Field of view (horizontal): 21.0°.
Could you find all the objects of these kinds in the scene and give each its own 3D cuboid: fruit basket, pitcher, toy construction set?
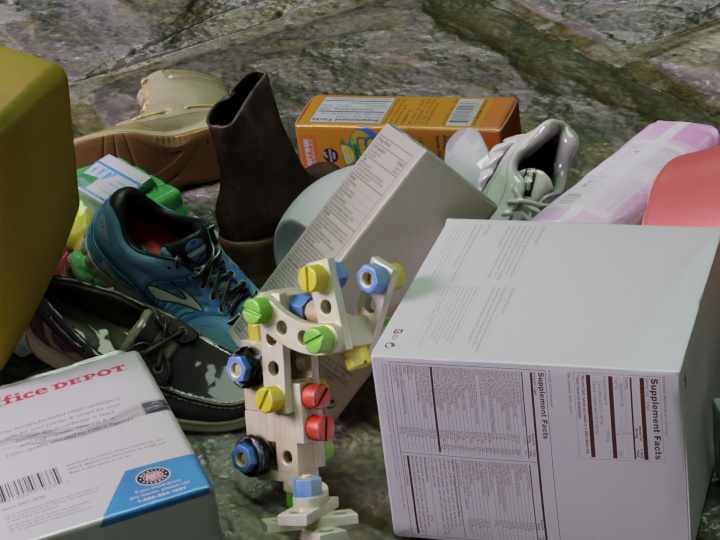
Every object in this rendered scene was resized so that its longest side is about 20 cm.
[{"bbox_3d":[-0.245,-0.016,1.625,0.199,0.094,0.185,-28,34,-26],"label":"fruit basket"},{"bbox_3d":[0.048,-0.019,1.542,0.199,0.122,0.172,-22,53,-32],"label":"pitcher"},{"bbox_3d":[-0.032,0.090,1.306,0.131,0.201,0.092,0,-9,41],"label":"toy construction set"}]

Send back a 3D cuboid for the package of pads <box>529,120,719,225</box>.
[{"bbox_3d":[0.206,-0.024,1.487,0.075,0.121,0.200,14,35,35],"label":"package of pads"}]

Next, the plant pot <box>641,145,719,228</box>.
[{"bbox_3d":[0.309,-0.014,1.388,0.176,0.201,0.200,-1,27,36],"label":"plant pot"}]

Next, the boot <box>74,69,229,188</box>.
[{"bbox_3d":[-0.203,-0.133,1.843,0.199,0.073,0.156,-13,29,-13],"label":"boot"}]

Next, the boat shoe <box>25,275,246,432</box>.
[{"bbox_3d":[-0.162,0.059,1.446,0.199,0.065,0.072,22,55,15],"label":"boat shoe"}]

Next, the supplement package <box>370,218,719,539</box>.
[{"bbox_3d":[0.134,0.074,1.298,0.199,0.148,0.191,2,30,19],"label":"supplement package"}]

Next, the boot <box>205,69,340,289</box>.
[{"bbox_3d":[-0.064,-0.093,1.635,0.072,0.167,0.200,5,31,22],"label":"boot"}]

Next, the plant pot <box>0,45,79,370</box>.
[{"bbox_3d":[-0.309,-0.067,1.405,0.199,0.201,0.177,18,41,20],"label":"plant pot"}]

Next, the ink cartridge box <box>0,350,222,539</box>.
[{"bbox_3d":[-0.188,0.149,1.314,0.144,0.085,0.200,-16,29,-14],"label":"ink cartridge box"}]

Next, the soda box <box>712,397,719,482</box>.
[{"bbox_3d":[0.335,0.107,1.272,0.199,0.064,0.068,-11,28,-5],"label":"soda box"}]

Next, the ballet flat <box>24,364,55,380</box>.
[{"bbox_3d":[-0.193,0.062,1.513,0.199,0.047,0.067,-27,34,-32],"label":"ballet flat"}]

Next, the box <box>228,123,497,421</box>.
[{"bbox_3d":[0.000,0.000,1.420,0.200,0.078,0.095,-52,24,3],"label":"box"}]

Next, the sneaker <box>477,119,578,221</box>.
[{"bbox_3d":[0.109,-0.034,1.474,0.081,0.075,0.201,-39,23,60],"label":"sneaker"}]

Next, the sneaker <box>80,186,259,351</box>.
[{"bbox_3d":[-0.127,0.009,1.486,0.199,0.090,0.078,34,54,5],"label":"sneaker"}]

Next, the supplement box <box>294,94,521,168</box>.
[{"bbox_3d":[0.044,-0.116,1.757,0.199,0.067,0.069,3,34,22],"label":"supplement box"}]
